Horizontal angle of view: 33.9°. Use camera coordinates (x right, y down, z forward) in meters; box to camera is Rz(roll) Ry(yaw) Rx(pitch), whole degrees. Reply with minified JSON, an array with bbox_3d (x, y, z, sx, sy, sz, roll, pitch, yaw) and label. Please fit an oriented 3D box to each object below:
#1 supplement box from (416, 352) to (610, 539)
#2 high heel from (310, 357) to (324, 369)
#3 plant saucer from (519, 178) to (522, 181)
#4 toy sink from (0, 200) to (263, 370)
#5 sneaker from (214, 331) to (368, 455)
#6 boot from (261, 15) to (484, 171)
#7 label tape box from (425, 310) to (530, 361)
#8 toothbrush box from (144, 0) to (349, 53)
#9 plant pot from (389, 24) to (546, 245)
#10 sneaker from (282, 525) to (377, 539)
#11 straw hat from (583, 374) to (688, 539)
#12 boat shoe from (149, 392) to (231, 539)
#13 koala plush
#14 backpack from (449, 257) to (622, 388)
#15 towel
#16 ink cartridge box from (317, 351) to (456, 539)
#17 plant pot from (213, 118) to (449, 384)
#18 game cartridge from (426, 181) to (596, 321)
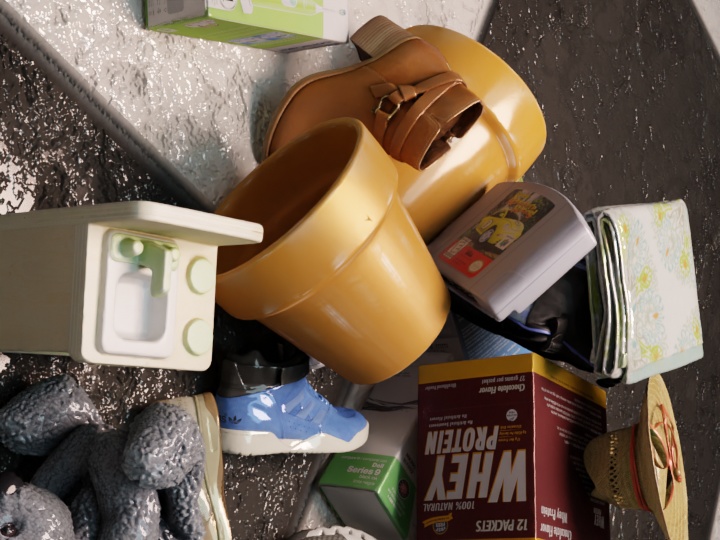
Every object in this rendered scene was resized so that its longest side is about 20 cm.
[{"bbox_3d":[0.161,0.210,1.228,0.197,0.132,0.201,27,59,-53],"label":"supplement box"},{"bbox_3d":[0.000,0.000,1.235,0.200,0.071,0.143,-29,117,-39],"label":"high heel"},{"bbox_3d":[0.183,-0.086,1.438,0.200,0.031,0.201,-12,90,-79],"label":"plant saucer"},{"bbox_3d":[-0.187,0.017,0.899,0.130,0.199,0.113,10,80,-52],"label":"toy sink"},{"bbox_3d":[-0.059,0.117,1.152,0.199,0.077,0.112,6,93,-45],"label":"sneaker"},{"bbox_3d":[0.009,-0.138,1.141,0.200,0.155,0.074,-48,152,7],"label":"boot"},{"bbox_3d":[0.128,0.049,1.406,0.143,0.066,0.201,-33,109,-48],"label":"label tape box"},{"bbox_3d":[-0.104,-0.291,1.110,0.200,0.086,0.146,-5,92,-51],"label":"toothbrush box"},{"bbox_3d":[0.064,-0.122,1.247,0.183,0.200,0.200,-52,128,-21],"label":"plant pot"},{"bbox_3d":[0.012,0.312,1.172,0.199,0.091,0.067,19,115,-19],"label":"sneaker"},{"bbox_3d":[0.274,0.202,1.205,0.201,0.085,0.202,-10,90,-69],"label":"straw hat"},{"bbox_3d":[-0.153,0.210,1.048,0.065,0.072,0.201,-6,99,-16],"label":"boat shoe"},{"bbox_3d":[-0.230,0.202,0.865,0.200,0.177,0.185,-29,121,-53],"label":"koala plush"},{"bbox_3d":[0.189,0.010,1.263,0.183,0.200,0.147,29,86,-45],"label":"backpack"},{"bbox_3d":[0.288,0.017,1.191,0.200,0.048,0.172,-8,95,-52],"label":"towel"},{"bbox_3d":[0.057,0.206,1.290,0.200,0.084,0.146,-58,131,-37],"label":"ink cartridge box"},{"bbox_3d":[-0.020,-0.003,1.071,0.183,0.200,0.201,47,52,-24],"label":"plant pot"},{"bbox_3d":[0.138,-0.026,1.128,0.133,0.200,0.041,-38,111,-6],"label":"game cartridge"}]
